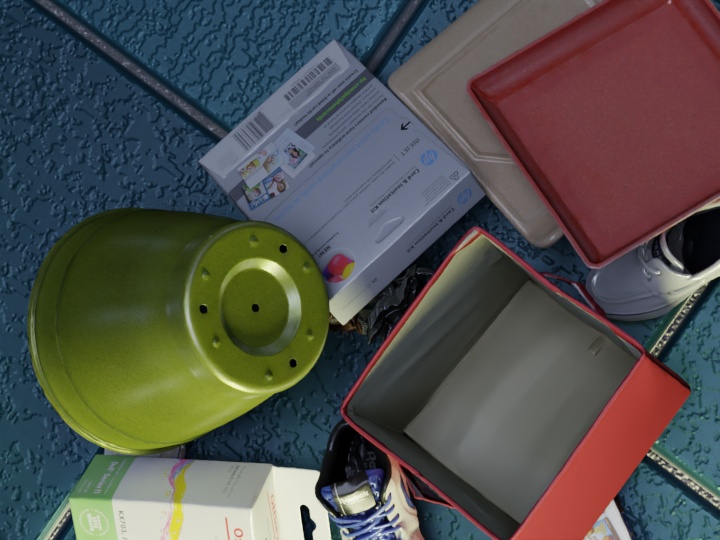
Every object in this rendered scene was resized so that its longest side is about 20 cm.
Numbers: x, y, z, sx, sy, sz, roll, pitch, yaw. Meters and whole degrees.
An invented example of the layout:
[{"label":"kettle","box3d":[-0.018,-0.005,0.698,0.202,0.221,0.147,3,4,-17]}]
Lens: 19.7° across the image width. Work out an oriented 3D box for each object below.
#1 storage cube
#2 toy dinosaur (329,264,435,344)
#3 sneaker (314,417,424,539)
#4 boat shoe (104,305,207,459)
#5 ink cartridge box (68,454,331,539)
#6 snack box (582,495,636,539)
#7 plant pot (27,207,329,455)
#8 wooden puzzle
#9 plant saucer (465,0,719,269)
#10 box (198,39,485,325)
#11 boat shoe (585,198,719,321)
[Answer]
[{"label":"storage cube","box3d":[0.121,0.099,1.583,0.171,0.180,0.200,37,93,23]},{"label":"toy dinosaur","box3d":[0.000,0.000,1.690,0.136,0.102,0.201,43,120,31]},{"label":"sneaker","box3d":[0.008,0.203,1.657,0.080,0.115,0.201,-16,82,15]},{"label":"boat shoe","box3d":[-0.179,0.106,1.730,0.074,0.086,0.203,16,92,17]},{"label":"ink cartridge box","box3d":[-0.127,0.220,1.695,0.199,0.067,0.118,1,118,16]},{"label":"snack box","box3d":[0.196,0.250,1.648,0.072,0.024,0.201,-26,80,14]},{"label":"plant pot","box3d":[-0.126,0.038,1.611,0.192,0.199,0.202,-11,81,54]},{"label":"wooden puzzle","box3d":[0.150,-0.140,1.667,0.185,0.037,0.200,-40,72,-6]},{"label":"plant saucer","box3d":[0.213,-0.115,1.600,0.199,0.037,0.200,-31,62,-3]},{"label":"box","box3d":[-0.017,-0.075,1.671,0.156,0.041,0.200,-42,52,-2]},{"label":"boat shoe","box3d":[0.245,-0.018,1.601,0.200,0.065,0.074,-29,64,35]}]
